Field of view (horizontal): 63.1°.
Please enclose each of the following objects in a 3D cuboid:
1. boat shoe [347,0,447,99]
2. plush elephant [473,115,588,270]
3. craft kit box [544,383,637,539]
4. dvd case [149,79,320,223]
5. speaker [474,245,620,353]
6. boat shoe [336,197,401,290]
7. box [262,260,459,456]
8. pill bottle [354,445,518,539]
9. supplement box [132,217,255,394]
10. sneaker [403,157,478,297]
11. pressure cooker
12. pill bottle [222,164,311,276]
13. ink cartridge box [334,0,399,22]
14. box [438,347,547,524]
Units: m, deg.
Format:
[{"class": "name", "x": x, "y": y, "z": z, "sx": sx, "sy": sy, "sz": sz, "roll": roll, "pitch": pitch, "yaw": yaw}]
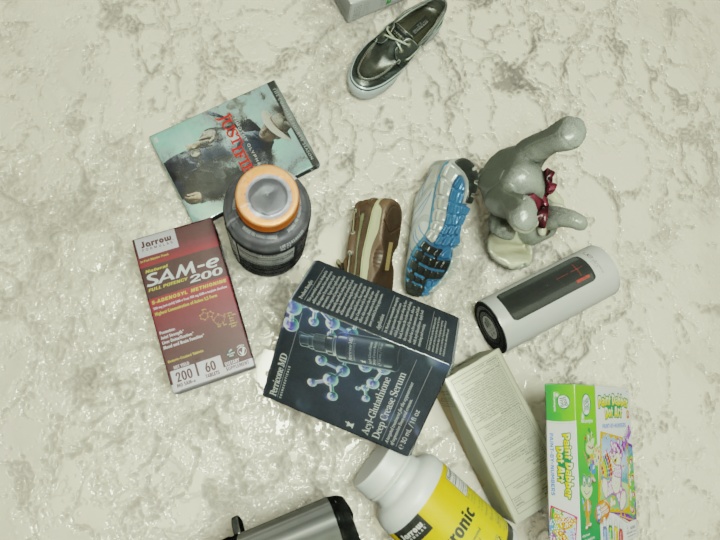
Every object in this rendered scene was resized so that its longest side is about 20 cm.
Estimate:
[{"class": "boat shoe", "x": 0.053, "y": -0.344, "z": 0.877, "sx": 0.072, "sy": 0.071, "sz": 0.200, "roll": 41, "pitch": 76, "yaw": 1}, {"class": "plush elephant", "x": 0.242, "y": -0.091, "z": 0.822, "sx": 0.154, "sy": 0.199, "sz": 0.166, "roll": 35, "pitch": 76, "yaw": -24}, {"class": "craft kit box", "x": 0.300, "y": 0.250, "z": 0.756, "sx": 0.198, "sy": 0.048, "sz": 0.201, "roll": 14, "pitch": 71, "yaw": -47}, {"class": "dvd case", "x": -0.176, "y": -0.167, "z": 0.832, "sx": 0.198, "sy": 0.022, "sz": 0.147, "roll": -28, "pitch": 84, "yaw": -14}, {"class": "speaker", "x": 0.265, "y": 0.039, "z": 0.831, "sx": 0.198, "sy": 0.081, "sz": 0.082, "roll": -24, "pitch": 83, "yaw": -12}, {"class": "boat shoe", "x": 0.003, "y": 0.001, "z": 0.811, "sx": 0.074, "sy": 0.074, "sz": 0.206, "roll": 10, "pitch": 85, "yaw": 33}, {"class": "box", "x": 0.001, "y": 0.105, "z": 0.716, "sx": 0.197, "sy": 0.107, "sz": 0.150, "roll": 21, "pitch": 119, "yaw": 4}, {"class": "pill bottle", "x": 0.091, "y": 0.304, "z": 0.734, "sx": 0.200, "sy": 0.111, "sz": 0.112, "roll": 42, "pitch": 76, "yaw": 2}, {"class": "supplement box", "x": -0.214, "y": 0.046, "z": 0.764, "sx": 0.107, "sy": 0.061, "sz": 0.203, "roll": -17, "pitch": 81, "yaw": -11}, {"class": "sneaker", "x": 0.101, "y": -0.063, "z": 0.835, "sx": 0.074, "sy": 0.086, "sz": 0.203, "roll": 15, "pitch": 98, "yaw": -29}, {"class": "pressure cooker", "x": -0.081, "y": 0.372, "z": 0.654, "sx": 0.197, "sy": 0.176, "sz": 0.181, "roll": -18, "pitch": 107, "yaw": -11}, {"class": "pill bottle", "x": -0.115, "y": -0.062, "z": 0.728, "sx": 0.104, "sy": 0.200, "sz": 0.108, "roll": 2, "pitch": 78, "yaw": -9}, {"class": "ink cartridge box", "x": 0.042, "y": -0.480, "z": 0.913, "sx": 0.198, "sy": 0.050, "sz": 0.110, "roll": -27, "pitch": 84, "yaw": -12}, {"class": "box", "x": 0.182, "y": 0.216, "z": 0.782, "sx": 0.094, "sy": 0.078, "sz": 0.202, "roll": -24, "pitch": 83, "yaw": -13}]
